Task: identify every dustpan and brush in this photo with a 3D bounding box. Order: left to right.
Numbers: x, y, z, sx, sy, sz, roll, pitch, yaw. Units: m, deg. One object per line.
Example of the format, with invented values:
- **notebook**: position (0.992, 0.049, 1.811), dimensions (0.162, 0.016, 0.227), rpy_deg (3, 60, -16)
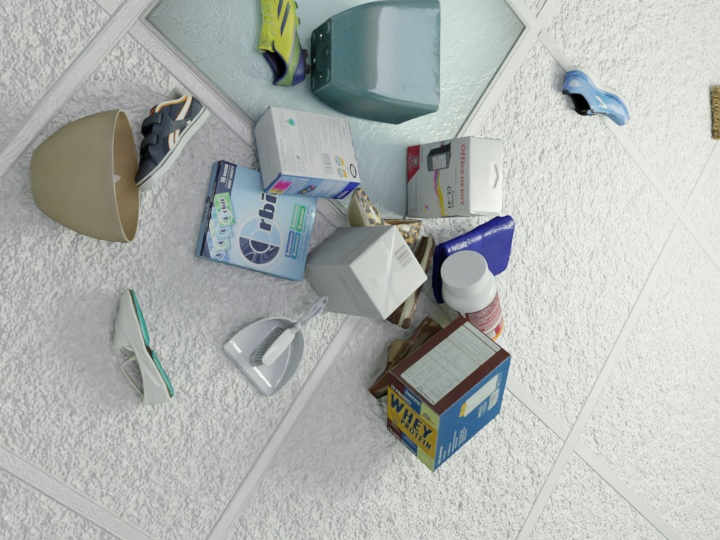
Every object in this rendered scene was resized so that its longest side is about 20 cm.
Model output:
- **dustpan and brush**: position (-0.134, 0.117, 1.486), dimensions (0.200, 0.057, 0.140), rpy_deg (-48, 114, -22)

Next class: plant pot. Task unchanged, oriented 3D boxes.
- **plant pot**: position (-0.420, -0.141, 1.245), dimensions (0.133, 0.200, 0.203), rpy_deg (-2, 92, -4)
- **plant pot**: position (0.016, -0.382, 1.502), dimensions (0.198, 0.196, 0.198), rpy_deg (-1, 92, -22)

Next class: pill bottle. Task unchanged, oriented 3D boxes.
- **pill bottle**: position (0.222, 0.058, 1.634), dimensions (0.110, 0.109, 0.201), rpy_deg (-48, 143, -22)

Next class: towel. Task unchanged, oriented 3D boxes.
- **towel**: position (0.230, -0.029, 1.699), dimensions (0.199, 0.049, 0.149), rpy_deg (-23, 135, -29)

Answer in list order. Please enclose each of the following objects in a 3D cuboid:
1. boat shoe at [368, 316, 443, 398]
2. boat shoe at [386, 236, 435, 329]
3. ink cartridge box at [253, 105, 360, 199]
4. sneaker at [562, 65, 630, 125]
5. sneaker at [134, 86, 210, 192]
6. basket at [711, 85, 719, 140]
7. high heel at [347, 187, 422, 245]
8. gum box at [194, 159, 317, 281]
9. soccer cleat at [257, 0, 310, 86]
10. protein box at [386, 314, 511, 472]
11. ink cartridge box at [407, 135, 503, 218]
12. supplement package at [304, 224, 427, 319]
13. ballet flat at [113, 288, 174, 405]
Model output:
- **boat shoe**: position (0.087, 0.171, 1.627), dimensions (0.200, 0.076, 0.074), rpy_deg (-40, 78, -18)
- **boat shoe**: position (0.090, 0.012, 1.618), dimensions (0.074, 0.075, 0.204), rpy_deg (18, 60, 5)
- **ink cartridge box**: position (-0.082, -0.207, 1.476), dimensions (0.198, 0.076, 0.138), rpy_deg (1, 68, -33)
- **sneaker**: position (0.538, -0.386, 1.895), dimensions (0.199, 0.078, 0.090), rpy_deg (29, 83, -21)
- **sneaker**: position (-0.327, -0.218, 1.341), dimensions (0.079, 0.078, 0.201), rpy_deg (43, 49, -23)
- **basket**: position (1.038, -0.424, 2.158), dimensions (0.198, 0.142, 0.151), rpy_deg (-6, 95, -32)
- **high heel**: position (0.050, -0.110, 1.567), dimensions (0.142, 0.071, 0.201), rpy_deg (-39, 138, -20)
- **gum box**: position (-0.182, -0.085, 1.462), dimensions (0.198, 0.044, 0.172), rpy_deg (14, 82, -32)
- **soccer cleat**: position (-0.151, -0.429, 1.463), dimensions (0.083, 0.064, 0.202), rpy_deg (-21, 102, -27)
- **protein box**: position (0.167, 0.238, 1.582), dimensions (0.199, 0.135, 0.200), rpy_deg (-34, 145, -27)
- **ink cartridge box**: position (0.179, -0.178, 1.593), dimensions (0.085, 0.199, 0.150), rpy_deg (0, 91, -32)
- **supplement package**: position (0.000, 0.000, 1.485), dimensions (0.120, 0.199, 0.122), rpy_deg (-42, 112, -23)
- **ballet flat**: position (-0.368, 0.132, 1.345), dimensions (0.069, 0.069, 0.202), rpy_deg (-25, 105, -29)
